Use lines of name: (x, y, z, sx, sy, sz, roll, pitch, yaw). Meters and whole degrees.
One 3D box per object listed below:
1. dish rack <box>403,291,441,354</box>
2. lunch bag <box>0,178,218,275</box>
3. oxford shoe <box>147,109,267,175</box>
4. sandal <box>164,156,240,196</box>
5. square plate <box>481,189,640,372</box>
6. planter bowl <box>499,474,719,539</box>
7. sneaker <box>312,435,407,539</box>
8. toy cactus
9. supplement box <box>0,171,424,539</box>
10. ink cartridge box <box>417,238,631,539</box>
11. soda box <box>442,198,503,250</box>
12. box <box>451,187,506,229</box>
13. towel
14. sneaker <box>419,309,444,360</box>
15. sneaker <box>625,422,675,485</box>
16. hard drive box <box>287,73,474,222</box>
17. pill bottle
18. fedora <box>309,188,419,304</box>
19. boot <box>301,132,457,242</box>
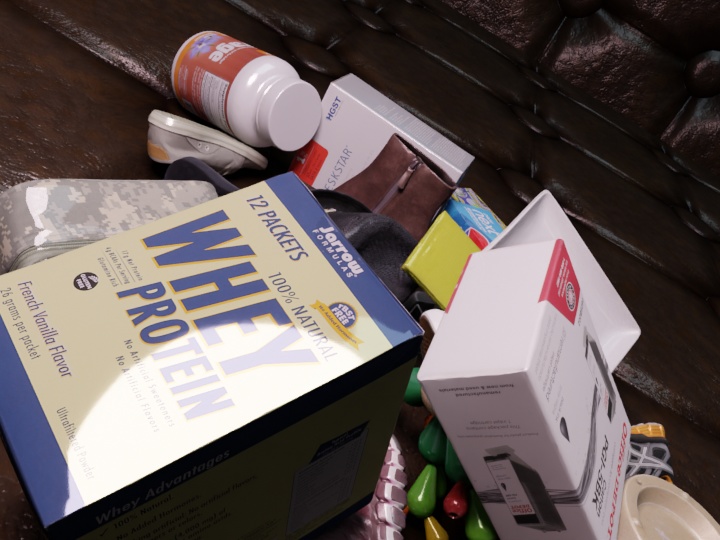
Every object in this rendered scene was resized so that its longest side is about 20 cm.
dish rack: (0.130, 0.108, 0.831, 0.151, 0.055, 0.201, 10, 38, -32)
lunch bag: (-0.174, 0.032, 0.578, 0.198, 0.139, 0.170, -4, 60, -46)
oxford shoe: (-0.185, -0.142, 0.902, 0.074, 0.059, 0.199, 25, 9, 26)
sandal: (-0.130, -0.052, 0.804, 0.198, 0.077, 0.043, 26, 26, 11)
square plate: (0.195, 0.047, 0.799, 0.198, 0.028, 0.201, -40, 98, -31)
planter bowl: (0.225, 0.257, 0.616, 0.198, 0.136, 0.201, 23, 31, -15)
sneaker: (-0.028, 0.180, 0.550, 0.114, 0.076, 0.201, 20, 32, -15)
toy cactus: (0.059, 0.128, 0.633, 0.100, 0.167, 0.201, 0, 33, -12)
supplement box: (-0.092, 0.086, 0.437, 0.198, 0.201, 0.135, -24, 57, -27)
ink cartridge box: (0.134, 0.103, 0.567, 0.202, 0.082, 0.147, 62, 37, -27)
soda box: (0.154, -0.005, 0.910, 0.067, 0.065, 0.201, 15, 28, -26)
box: (0.181, -0.033, 1.077, 0.069, 0.065, 0.201, -1, 44, -44)
towel: (0.128, 0.040, 0.739, 0.200, 0.018, 0.086, 46, 55, -10)
sneaker: (0.123, 0.120, 0.707, 0.084, 0.073, 0.202, -25, 88, -17)
sneaker: (0.267, 0.209, 0.794, 0.197, 0.078, 0.078, 3, 60, -31)
hard drive box: (0.022, -0.130, 0.976, 0.199, 0.157, 0.077, 34, 30, 6)
pill bottle: (-0.144, -0.225, 0.952, 0.199, 0.114, 0.111, 32, 24, 36)
fedora: (0.000, 0.000, 0.743, 0.199, 0.091, 0.204, 14, 71, -44)
boot: (0.004, -0.096, 0.894, 0.199, 0.168, 0.072, 40, 30, 13)
